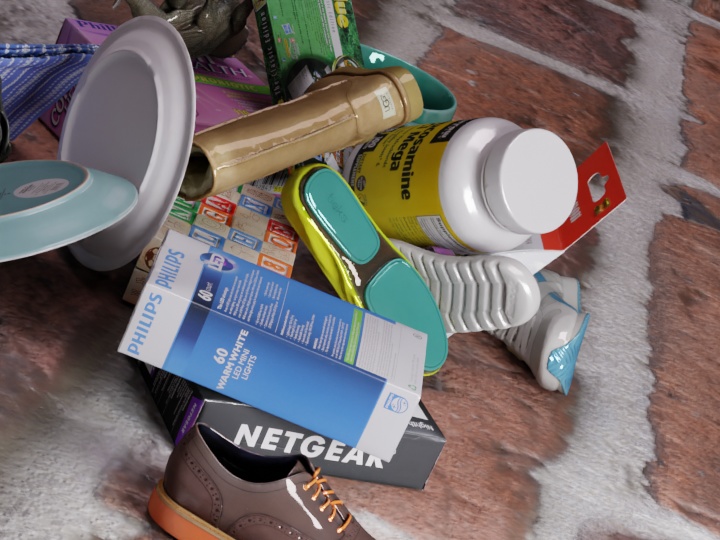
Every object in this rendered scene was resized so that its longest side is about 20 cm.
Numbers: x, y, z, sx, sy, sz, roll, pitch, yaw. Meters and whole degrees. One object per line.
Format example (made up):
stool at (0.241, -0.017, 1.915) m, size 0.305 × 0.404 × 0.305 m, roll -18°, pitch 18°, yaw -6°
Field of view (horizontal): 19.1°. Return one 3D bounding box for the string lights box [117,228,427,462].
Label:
string lights box at (-0.057, 0.049, 1.474) m, size 0.200 × 0.059 × 0.103 m, roll 22°, pitch 23°, yaw -4°

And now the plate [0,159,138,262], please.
plate at (-0.261, -0.048, 1.553) m, size 0.200 × 0.026 × 0.200 m, roll -8°, pitch 19°, yaw 3°

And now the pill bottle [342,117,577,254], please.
pill bottle at (0.083, -0.070, 1.789) m, size 0.112 × 0.113 × 0.200 m, roll 7°, pitch -6°, yaw -37°

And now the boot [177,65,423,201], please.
boot at (-0.072, -0.109, 1.717) m, size 0.200 × 0.066 × 0.175 m, roll -23°, pitch 3°, yaw -27°

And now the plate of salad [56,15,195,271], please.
plate of salad at (-0.176, -0.096, 1.651) m, size 0.048 × 0.200 × 0.200 m, roll 12°, pitch 23°, yaw -37°

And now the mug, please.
mug at (0.001, -0.135, 2.064) m, size 0.152 × 0.115 × 0.185 m, roll 25°, pitch 21°, yaw 3°

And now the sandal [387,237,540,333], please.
sandal at (0.072, 0.012, 1.767) m, size 0.202 × 0.083 × 0.050 m, roll 11°, pitch 30°, yaw 41°

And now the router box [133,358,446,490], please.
router box at (-0.055, 0.085, 1.544) m, size 0.200 × 0.051 × 0.149 m, roll 12°, pitch 25°, yaw -29°

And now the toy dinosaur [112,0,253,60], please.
toy dinosaur at (-0.145, -0.218, 1.882) m, size 0.077 × 0.102 × 0.200 m, roll 43°, pitch 34°, yaw 13°

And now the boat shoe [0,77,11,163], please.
boat shoe at (-0.294, -0.103, 1.615) m, size 0.057 × 0.069 × 0.200 m, roll 30°, pitch -21°, yaw 10°

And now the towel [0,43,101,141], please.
towel at (-0.304, -0.136, 1.720) m, size 0.200 × 0.145 × 0.024 m, roll -10°, pitch 69°, yaw -56°

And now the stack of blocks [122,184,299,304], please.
stack of blocks at (-0.114, -0.015, 1.718) m, size 0.115 × 0.059 × 0.200 m, roll 23°, pitch 20°, yaw -5°

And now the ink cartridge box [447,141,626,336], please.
ink cartridge box at (0.132, -0.041, 1.864) m, size 0.047 × 0.200 × 0.160 m, roll 48°, pitch 14°, yaw -16°

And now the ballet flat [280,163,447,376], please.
ballet flat at (0.000, 0.000, 1.737) m, size 0.067 × 0.067 × 0.200 m, roll -41°, pitch 104°, yaw -29°

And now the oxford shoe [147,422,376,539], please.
oxford shoe at (-0.033, 0.162, 1.347) m, size 0.200 × 0.073 × 0.071 m, roll 24°, pitch 20°, yaw 0°

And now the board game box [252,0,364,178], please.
board game box at (-0.037, -0.167, 1.866) m, size 0.105 × 0.200 × 0.023 m, roll -3°, pitch -13°, yaw -41°

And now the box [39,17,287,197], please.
box at (-0.160, -0.129, 1.897) m, size 0.176 × 0.097 × 0.200 m, roll 5°, pitch 27°, yaw -41°

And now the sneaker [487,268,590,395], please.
sneaker at (0.149, 0.050, 1.840) m, size 0.081 × 0.077 × 0.200 m, roll 14°, pitch 14°, yaw -5°
